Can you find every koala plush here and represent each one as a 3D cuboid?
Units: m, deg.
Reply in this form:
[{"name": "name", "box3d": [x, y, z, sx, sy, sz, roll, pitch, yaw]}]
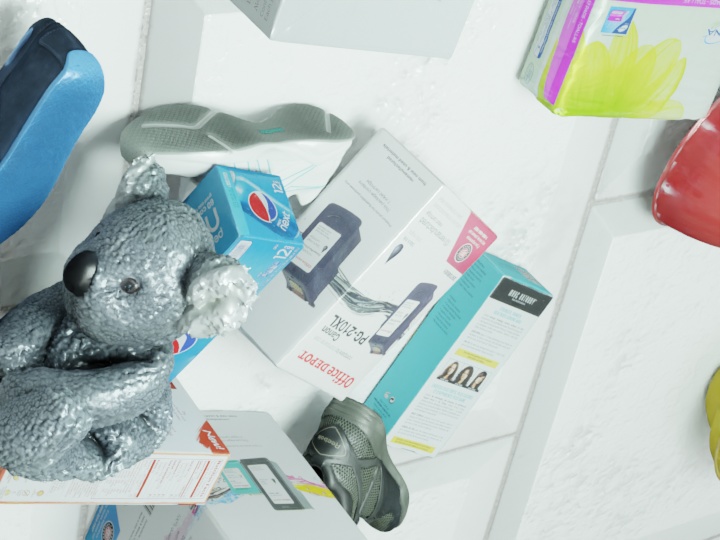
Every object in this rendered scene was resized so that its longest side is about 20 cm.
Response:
[{"name": "koala plush", "box3d": [-0.171, 0.028, 1.158, 0.200, 0.177, 0.184, -52, 145, 14]}]

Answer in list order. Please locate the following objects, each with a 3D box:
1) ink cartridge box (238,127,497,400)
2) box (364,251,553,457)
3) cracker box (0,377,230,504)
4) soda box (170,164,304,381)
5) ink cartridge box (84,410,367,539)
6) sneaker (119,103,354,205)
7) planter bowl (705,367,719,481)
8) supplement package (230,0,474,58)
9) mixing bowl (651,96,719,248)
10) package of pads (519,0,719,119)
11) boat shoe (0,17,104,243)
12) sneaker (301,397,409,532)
[{"name": "ink cartridge box", "box3d": [0.000, 0.000, 1.369, 0.200, 0.084, 0.145, -47, 152, 4]}, {"name": "box", "box3d": [0.088, 0.080, 1.552, 0.082, 0.049, 0.200, 21, 109, -46]}, {"name": "cracker box", "box3d": [-0.217, 0.118, 1.279, 0.200, 0.134, 0.058, 8, 119, -43]}, {"name": "soda box", "box3d": [-0.131, 0.008, 1.255, 0.064, 0.068, 0.200, 8, 140, -42]}, {"name": "ink cartridge box", "box3d": [-0.113, 0.238, 1.412, 0.146, 0.200, 0.147, 4, 121, -40]}, {"name": "sneaker", "box3d": [-0.095, -0.079, 1.259, 0.200, 0.070, 0.080, -2, 128, -38]}, {"name": "planter bowl", "box3d": [0.454, 0.144, 1.870, 0.200, 0.083, 0.201, -21, 134, -23]}, {"name": "supplement package", "box3d": [-0.024, -0.254, 1.066, 0.150, 0.200, 0.152, 0, 124, -37]}, {"name": "mixing bowl", "box3d": [0.385, -0.090, 1.563, 0.200, 0.108, 0.200, -36, 152, -22]}, {"name": "package of pads", "box3d": [0.244, -0.205, 1.420, 0.199, 0.068, 0.155, -4, 125, -36]}, {"name": "boat shoe", "box3d": [-0.242, -0.087, 1.134, 0.200, 0.069, 0.084, -45, 153, 22]}, {"name": "sneaker", "box3d": [-0.015, 0.210, 1.530, 0.114, 0.076, 0.200, -54, 153, -22]}]
